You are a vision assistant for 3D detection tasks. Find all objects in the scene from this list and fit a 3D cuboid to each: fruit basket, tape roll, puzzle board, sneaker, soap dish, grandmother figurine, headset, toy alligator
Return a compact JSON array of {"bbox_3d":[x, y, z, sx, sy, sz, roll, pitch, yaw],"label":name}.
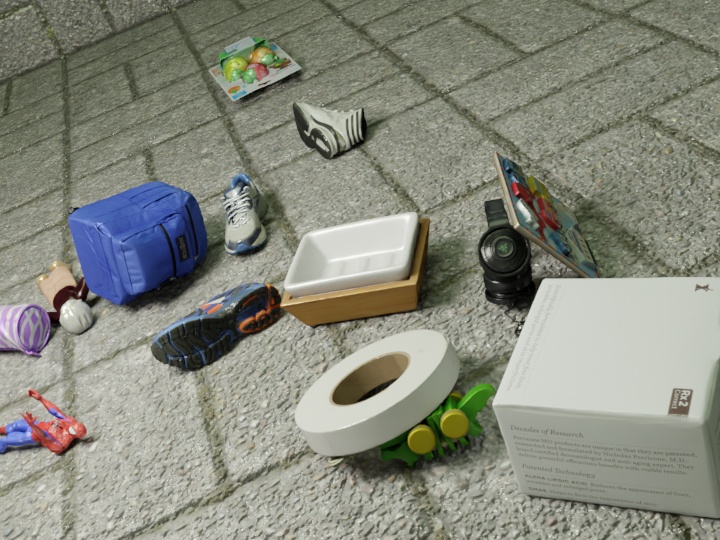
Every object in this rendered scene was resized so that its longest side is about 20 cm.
[{"bbox_3d":[-0.259,-0.490,2.154,0.184,0.094,0.200,-27,35,-9],"label":"fruit basket"},{"bbox_3d":[0.019,0.138,1.034,0.202,0.037,0.203,-26,15,8],"label":"tape roll"},{"bbox_3d":[0.246,-0.072,1.173,0.017,0.150,0.201,-47,22,26],"label":"puzzle board"},{"bbox_3d":[-0.053,-0.287,1.757,0.115,0.076,0.201,-21,38,-17],"label":"sneaker"},{"bbox_3d":[-0.210,-0.101,1.541,0.076,0.086,0.201,-18,32,5],"label":"sneaker"},{"bbox_3d":[0.000,0.000,1.263,0.198,0.082,0.158,-9,34,19],"label":"soap dish"},{"bbox_3d":[-0.500,0.047,1.526,0.122,0.060,0.200,-52,37,3],"label":"grandmother figurine"},{"bbox_3d":[-0.212,0.078,1.298,0.199,0.076,0.078,-25,22,-20],"label":"sneaker"},{"bbox_3d":[0.198,-0.003,1.122,0.093,0.124,0.201,-10,51,9],"label":"headset"},{"bbox_3d":[0.064,0.186,0.974,0.199,0.055,0.059,-27,14,8],"label":"toy alligator"}]

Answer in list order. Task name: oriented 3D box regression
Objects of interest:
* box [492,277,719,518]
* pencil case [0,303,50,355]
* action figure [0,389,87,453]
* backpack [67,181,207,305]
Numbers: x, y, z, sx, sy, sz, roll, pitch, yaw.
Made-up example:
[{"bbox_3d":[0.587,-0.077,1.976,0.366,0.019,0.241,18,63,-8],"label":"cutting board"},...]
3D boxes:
[{"bbox_3d":[0.262,0.116,0.882,0.198,0.131,0.199,0,37,31],"label":"box"},{"bbox_3d":[-0.610,0.101,1.484,0.198,0.084,0.086,-6,70,27],"label":"pencil case"},{"bbox_3d":[-0.467,0.205,1.227,0.198,0.100,0.065,-4,37,23],"label":"action figure"},{"bbox_3d":[-0.347,-0.046,1.478,0.167,0.164,0.199,21,37,36],"label":"backpack"}]
